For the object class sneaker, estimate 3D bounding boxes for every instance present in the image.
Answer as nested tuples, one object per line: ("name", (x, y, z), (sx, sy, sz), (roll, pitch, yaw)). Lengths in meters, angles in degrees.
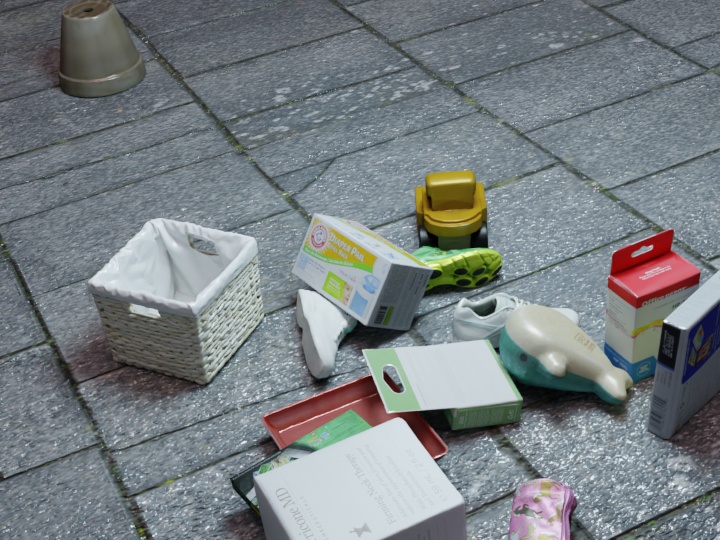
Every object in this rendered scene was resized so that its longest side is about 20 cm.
("sneaker", (-0.046, 0.091, 1.757), (0.088, 0.075, 0.200), (1, 33, -11))
("sneaker", (0.237, 0.076, 1.727), (0.200, 0.080, 0.070), (-5, 34, -2))
("sneaker", (0.134, -0.013, 1.868), (0.199, 0.074, 0.084), (-8, 39, -3))

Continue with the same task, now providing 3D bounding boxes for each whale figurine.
("whale figurine", (0.291, 0.137, 1.637), (0.200, 0.104, 0.159), (33, 25, 11))

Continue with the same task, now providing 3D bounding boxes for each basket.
("basket", (-0.279, 0.043, 1.769), (0.198, 0.161, 0.200), (12, 40, 22))

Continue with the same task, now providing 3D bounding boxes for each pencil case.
("pencil case", (0.217, 0.341, 1.357), (0.086, 0.083, 0.200), (0, 35, 10))

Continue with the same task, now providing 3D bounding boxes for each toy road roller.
("toy road roller", (0.157, -0.122, 1.954), (0.123, 0.146, 0.200), (-3, 36, 2))

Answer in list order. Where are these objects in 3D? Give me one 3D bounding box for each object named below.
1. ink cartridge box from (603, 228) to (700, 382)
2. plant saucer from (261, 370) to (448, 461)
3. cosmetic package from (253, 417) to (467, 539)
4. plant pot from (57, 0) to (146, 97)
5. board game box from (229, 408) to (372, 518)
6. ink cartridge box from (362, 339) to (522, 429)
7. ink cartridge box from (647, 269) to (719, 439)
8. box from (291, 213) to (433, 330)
("ink cartridge box", (0.419, 0.051, 1.631), (0.116, 0.200, 0.067), (-21, 38, -20))
("plant saucer", (-0.010, 0.238, 1.570), (0.199, 0.037, 0.200), (-20, 37, -19))
("cosmetic package", (0.004, 0.315, 1.348), (0.200, 0.167, 0.167), (-20, 38, -18))
("plant pot", (-0.601, -0.515, 2.581), (0.199, 0.174, 0.200), (-3, 35, 2))
("board game box", (-0.060, 0.261, 1.495), (0.200, 0.024, 0.105), (-26, 39, -26))
("ink cartridge box", (0.114, 0.164, 1.622), (0.199, 0.048, 0.146), (-5, 35, -14))
("ink cartridge box", (0.473, 0.103, 1.557), (0.047, 0.198, 0.200), (26, 45, 35))
("box", (0.000, 0.000, 1.807), (0.101, 0.113, 0.200), (9, 18, -46))
